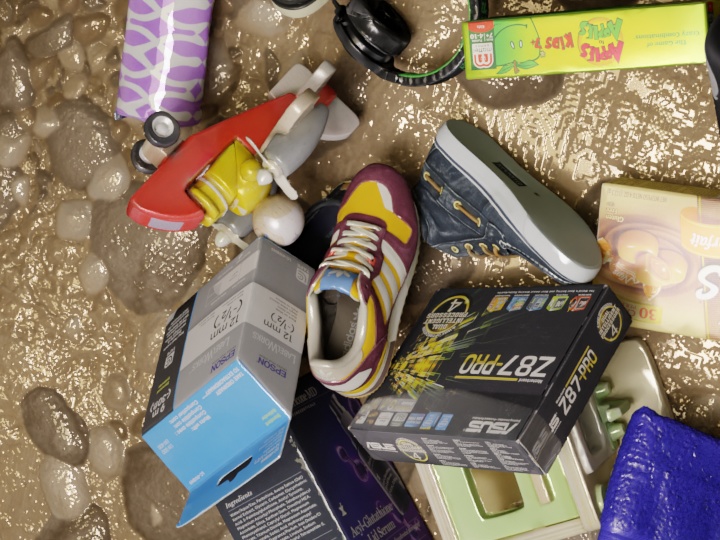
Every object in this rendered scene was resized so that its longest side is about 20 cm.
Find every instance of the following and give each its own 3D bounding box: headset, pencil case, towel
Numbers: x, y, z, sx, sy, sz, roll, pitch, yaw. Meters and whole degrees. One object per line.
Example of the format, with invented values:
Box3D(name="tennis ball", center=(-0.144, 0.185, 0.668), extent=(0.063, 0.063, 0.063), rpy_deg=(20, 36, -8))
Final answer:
Box3D(name="headset", center=(0.010, -0.231, 1.590), extent=(0.199, 0.094, 0.125), rpy_deg=(25, 108, 23))
Box3D(name="pencil case", center=(-0.164, -0.224, 1.672), extent=(0.083, 0.085, 0.202), rpy_deg=(17, 107, 23))
Box3D(name="towel", center=(0.258, 0.226, 1.519), extent=(0.146, 0.049, 0.202), rpy_deg=(21, 78, -18))

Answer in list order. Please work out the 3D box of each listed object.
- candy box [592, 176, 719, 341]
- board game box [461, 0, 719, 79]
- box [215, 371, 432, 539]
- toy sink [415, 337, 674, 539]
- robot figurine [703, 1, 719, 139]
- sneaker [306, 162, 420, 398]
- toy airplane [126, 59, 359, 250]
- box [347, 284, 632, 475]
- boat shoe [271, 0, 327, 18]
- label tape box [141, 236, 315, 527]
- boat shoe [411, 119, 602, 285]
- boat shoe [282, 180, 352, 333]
Box3D(name="candy box", center=(0.291, -0.004, 1.532), extent=(0.198, 0.055, 0.117), rpy_deg=(9, 102, 21))
Box3D(name="board game box", center=(0.192, -0.186, 1.516), extent=(0.198, 0.101, 0.048), rpy_deg=(-1, 99, 23))
Box3D(name="box", center=(-0.042, 0.200, 1.662), extent=(0.104, 0.148, 0.201), rpy_deg=(-29, 88, 25))
Box3D(name="toy sink", center=(0.157, 0.154, 1.587), extent=(0.198, 0.112, 0.132), rpy_deg=(-19, 92, 25))
Box3D(name="robot figurine", center=(0.330, -0.134, 1.424), extent=(0.149, 0.125, 0.201), rpy_deg=(-19, 127, 2))
Box3D(name="sneaker", center=(0.000, 0.000, 1.556), extent=(0.074, 0.090, 0.202), rpy_deg=(1, 74, 19))
Box3D(name="toy airplane", center=(-0.082, -0.089, 1.603), extent=(0.198, 0.200, 0.142), rpy_deg=(-32, 81, 20))
Box3D(name="box", center=(0.104, 0.085, 1.529), extent=(0.199, 0.162, 0.049), rpy_deg=(-1, 138, 48))
Box3D(name="boat shoe", center=(-0.012, -0.299, 1.549), extent=(0.073, 0.063, 0.202), rpy_deg=(25, 66, 31))
Box3D(name="label tape box", center=(-0.114, 0.091, 1.553), extent=(0.066, 0.201, 0.143), rpy_deg=(33, 132, -22))
Box3D(name="boat shoe", center=(0.118, -0.033, 1.579), extent=(0.200, 0.070, 0.091), rpy_deg=(49, 123, 34))
Box3D(name="boat shoe", center=(-0.055, 0.003, 1.679), extent=(0.075, 0.062, 0.200), rpy_deg=(43, 114, 8))
